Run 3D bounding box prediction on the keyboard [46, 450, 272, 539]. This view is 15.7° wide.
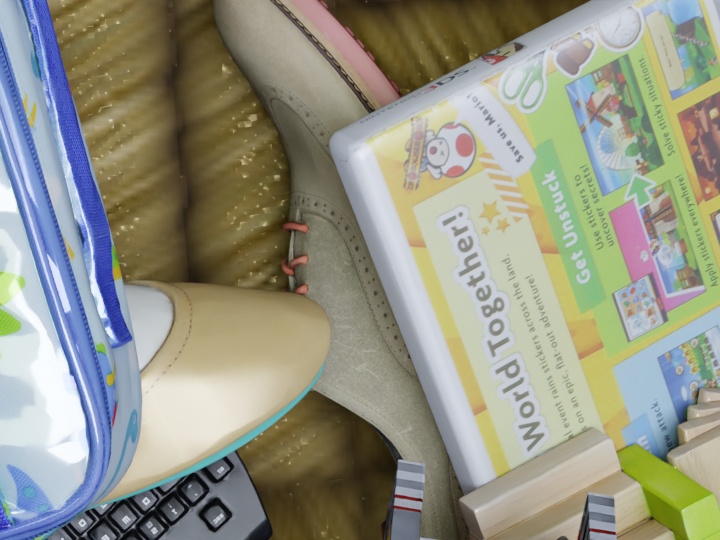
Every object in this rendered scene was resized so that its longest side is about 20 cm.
[{"bbox_3d":[-0.108,0.120,0.752,0.200,0.040,0.104,-44,89,-3],"label":"keyboard"}]

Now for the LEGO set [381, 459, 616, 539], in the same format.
[{"bbox_3d":[0.068,0.129,0.659,0.199,0.116,0.155,2,114,3],"label":"LEGO set"}]

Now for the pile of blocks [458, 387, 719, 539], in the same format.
[{"bbox_3d":[0.129,0.080,0.738,0.199,0.062,0.083,-1,104,-23],"label":"pile of blocks"}]

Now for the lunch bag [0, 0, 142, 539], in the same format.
[{"bbox_3d":[-0.146,-0.015,0.668,0.160,0.082,0.201,-15,92,6],"label":"lunch bag"}]

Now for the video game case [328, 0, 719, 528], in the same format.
[{"bbox_3d":[0.104,0.011,0.756,0.181,0.023,0.201,-28,113,-15],"label":"video game case"}]

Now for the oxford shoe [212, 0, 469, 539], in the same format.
[{"bbox_3d":[0.000,0.000,0.781,0.075,0.070,0.201,-30,89,-1],"label":"oxford shoe"}]

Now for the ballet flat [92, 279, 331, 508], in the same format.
[{"bbox_3d":[-0.106,0.042,0.728,0.199,0.069,0.063,-24,126,5],"label":"ballet flat"}]
